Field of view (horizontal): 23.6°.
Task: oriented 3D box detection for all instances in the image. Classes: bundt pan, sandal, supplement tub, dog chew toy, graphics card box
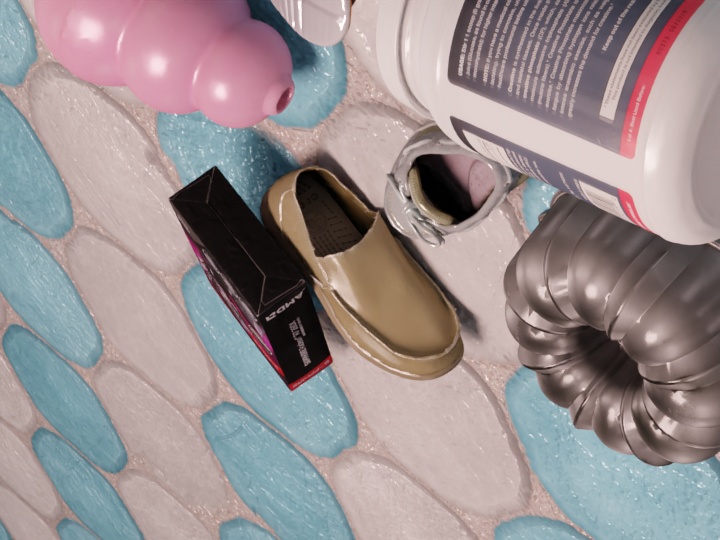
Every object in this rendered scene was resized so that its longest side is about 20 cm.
[{"bbox_3d":[0.169,0.043,1.092,0.202,0.076,0.202,37,151,25],"label":"bundt pan"},{"bbox_3d":[-0.039,-0.219,1.096,0.207,0.059,0.079,53,145,43],"label":"sandal"},{"bbox_3d":[0.121,-0.109,0.893,0.200,0.140,0.140,28,146,35],"label":"supplement tub"},{"bbox_3d":[-0.134,-0.170,1.231,0.200,0.125,0.125,31,149,16],"label":"dog chew toy"},{"bbox_3d":[-0.084,0.011,1.380,0.126,0.051,0.200,52,171,19],"label":"graphics card box"}]

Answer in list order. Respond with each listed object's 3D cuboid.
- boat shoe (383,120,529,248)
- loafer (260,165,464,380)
[{"bbox_3d":[0.061,-0.060,1.130,0.074,0.065,0.202,53,153,-7],"label":"boat shoe"},{"bbox_3d":[0.000,0.000,1.287,0.200,0.076,0.067,44,159,10],"label":"loafer"}]
